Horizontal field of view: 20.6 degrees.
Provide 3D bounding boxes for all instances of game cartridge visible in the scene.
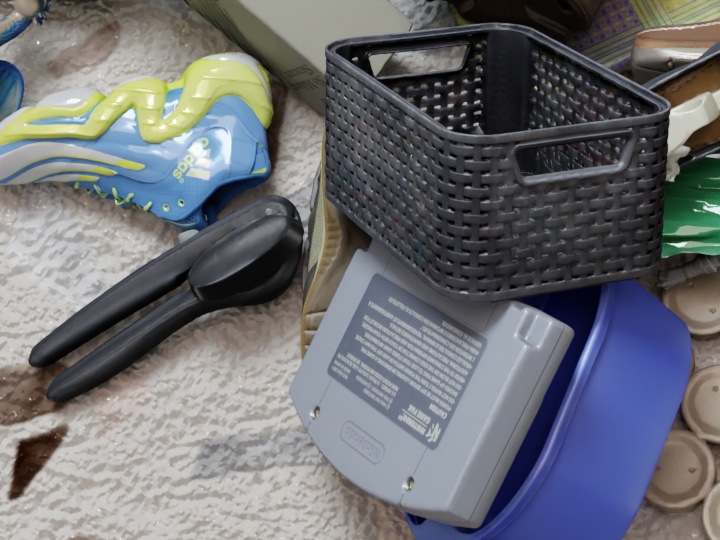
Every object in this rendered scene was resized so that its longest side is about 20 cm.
[{"bbox_3d":[0.032,0.061,1.100,0.200,0.041,0.134,31,100,59],"label":"game cartridge"}]

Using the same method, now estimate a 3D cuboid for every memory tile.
[{"bbox_3d":[0.237,0.095,1.183,0.199,0.017,0.154,34,77,19],"label":"memory tile"}]

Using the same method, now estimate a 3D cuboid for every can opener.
[{"bbox_3d":[-0.122,0.014,1.241,0.199,0.079,0.064,-29,62,9],"label":"can opener"}]

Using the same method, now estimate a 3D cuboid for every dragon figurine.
[{"bbox_3d":[-0.259,-0.115,1.295,0.059,0.099,0.201,29,118,12],"label":"dragon figurine"}]

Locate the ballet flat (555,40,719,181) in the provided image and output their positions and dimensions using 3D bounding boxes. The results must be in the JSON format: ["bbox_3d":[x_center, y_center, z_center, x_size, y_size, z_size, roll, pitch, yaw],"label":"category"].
[{"bbox_3d":[0.210,-0.097,1.168,0.199,0.073,0.074,-24,67,3],"label":"ballet flat"}]

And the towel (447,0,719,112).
[{"bbox_3d":[0.159,-0.192,1.303,0.199,0.023,0.144,-25,68,-2],"label":"towel"}]

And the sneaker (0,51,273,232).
[{"bbox_3d":[-0.147,-0.067,1.268,0.198,0.076,0.106,-17,77,11],"label":"sneaker"}]

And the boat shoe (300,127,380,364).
[{"bbox_3d":[0.000,0.000,1.228,0.072,0.065,0.202,6,83,-3],"label":"boat shoe"}]

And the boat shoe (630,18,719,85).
[{"bbox_3d":[0.268,-0.139,1.245,0.198,0.076,0.072,3,65,-1],"label":"boat shoe"}]

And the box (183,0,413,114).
[{"bbox_3d":[-0.069,-0.189,1.250,0.200,0.082,0.069,39,76,-15],"label":"box"}]

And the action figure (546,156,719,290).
[{"bbox_3d":[0.194,-0.032,1.209,0.198,0.055,0.119,2,48,14],"label":"action figure"}]

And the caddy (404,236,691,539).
[{"bbox_3d":[0.097,0.076,1.127,0.105,0.141,0.201,31,73,-26],"label":"caddy"}]

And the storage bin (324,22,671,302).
[{"bbox_3d":[0.071,-0.066,1.107,0.134,0.095,0.200,-9,23,-21],"label":"storage bin"}]

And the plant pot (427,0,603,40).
[{"bbox_3d":[0.106,-0.264,1.233,0.199,0.200,0.200,21,81,15],"label":"plant pot"}]
